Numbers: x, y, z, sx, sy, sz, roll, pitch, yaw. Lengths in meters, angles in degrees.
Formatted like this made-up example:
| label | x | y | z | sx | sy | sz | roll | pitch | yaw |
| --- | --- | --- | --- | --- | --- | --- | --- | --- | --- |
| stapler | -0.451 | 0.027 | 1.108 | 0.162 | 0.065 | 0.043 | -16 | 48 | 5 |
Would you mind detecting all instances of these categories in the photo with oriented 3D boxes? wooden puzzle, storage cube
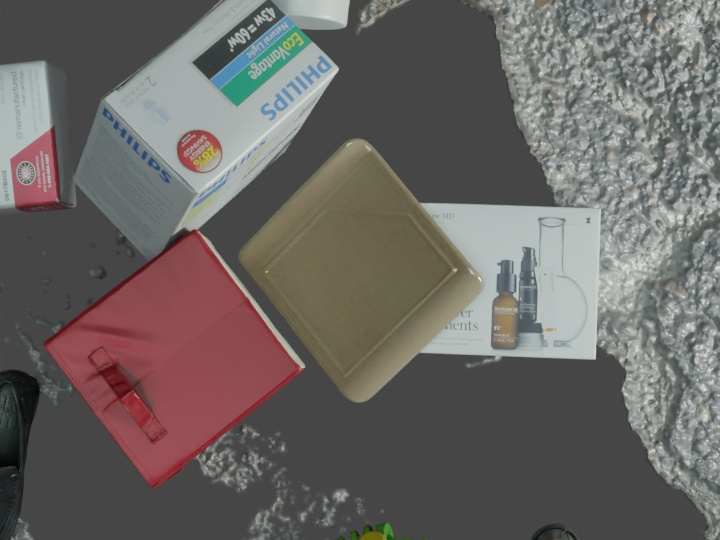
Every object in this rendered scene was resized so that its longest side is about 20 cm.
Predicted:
| label | x | y | z | sx | sy | sz | roll | pitch | yaw |
| --- | --- | --- | --- | --- | --- | --- | --- | --- | --- |
| wooden puzzle | 0.000 | 0.000 | 1.643 | 0.185 | 0.037 | 0.200 | -44 | 77 | 18 |
| storage cube | -0.172 | 0.084 | 1.605 | 0.180 | 0.200 | 0.171 | -37 | 88 | -3 |

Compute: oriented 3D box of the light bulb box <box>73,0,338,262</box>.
| label | x | y | z | sx | sy | sz | roll | pitch | yaw |
| --- | --- | --- | --- | --- | --- | --- | --- | --- | --- |
| light bulb box | -0.150 | -0.136 | 1.565 | 0.125 | 0.200 | 0.198 | 45 | 64 | 1 |

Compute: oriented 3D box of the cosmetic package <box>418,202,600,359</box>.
| label | x | y | z | sx | sy | sz | roll | pitch | yaw |
| --- | --- | --- | --- | --- | --- | --- | --- | --- | --- |
| cosmetic package | 0.137 | 0.010 | 1.658 | 0.199 | 0.052 | 0.152 | 2 | 88 | 3 |

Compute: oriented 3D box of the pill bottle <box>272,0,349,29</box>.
| label | x | y | z | sx | sy | sz | roll | pitch | yaw |
| --- | --- | --- | --- | --- | --- | --- | --- | --- | --- |
| pill bottle | -0.052 | -0.344 | 1.633 | 0.113 | 0.113 | 0.201 | 5 | 90 | 3 |

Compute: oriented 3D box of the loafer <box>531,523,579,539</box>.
| label | x | y | z | sx | sy | sz | roll | pitch | yaw |
| --- | --- | --- | --- | --- | --- | --- | --- | --- | --- |
| loafer | 0.223 | 0.350 | 1.648 | 0.072 | 0.063 | 0.201 | -26 | 89 | 3 |

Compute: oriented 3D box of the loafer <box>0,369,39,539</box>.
| label | x | y | z | sx | sy | sz | roll | pitch | yaw |
| --- | --- | --- | --- | --- | --- | --- | --- | --- | --- |
| loafer | -0.372 | 0.199 | 1.676 | 0.068 | 0.070 | 0.201 | 13 | 91 | 3 |

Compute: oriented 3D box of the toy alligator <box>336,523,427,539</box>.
| label | x | y | z | sx | sy | sz | roll | pitch | yaw |
| --- | --- | --- | --- | --- | --- | --- | --- | --- | --- |
| toy alligator | -0.027 | 0.298 | 1.670 | 0.199 | 0.059 | 0.054 | -24 | 47 | 4 |

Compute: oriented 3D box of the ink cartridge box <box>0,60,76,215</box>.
| label | x | y | z | sx | sy | sz | roll | pitch | yaw |
| --- | --- | --- | --- | --- | --- | --- | --- | --- | --- |
| ink cartridge box | -0.395 | -0.126 | 1.668 | 0.199 | 0.086 | 0.148 | -6 | 90 | 2 |
